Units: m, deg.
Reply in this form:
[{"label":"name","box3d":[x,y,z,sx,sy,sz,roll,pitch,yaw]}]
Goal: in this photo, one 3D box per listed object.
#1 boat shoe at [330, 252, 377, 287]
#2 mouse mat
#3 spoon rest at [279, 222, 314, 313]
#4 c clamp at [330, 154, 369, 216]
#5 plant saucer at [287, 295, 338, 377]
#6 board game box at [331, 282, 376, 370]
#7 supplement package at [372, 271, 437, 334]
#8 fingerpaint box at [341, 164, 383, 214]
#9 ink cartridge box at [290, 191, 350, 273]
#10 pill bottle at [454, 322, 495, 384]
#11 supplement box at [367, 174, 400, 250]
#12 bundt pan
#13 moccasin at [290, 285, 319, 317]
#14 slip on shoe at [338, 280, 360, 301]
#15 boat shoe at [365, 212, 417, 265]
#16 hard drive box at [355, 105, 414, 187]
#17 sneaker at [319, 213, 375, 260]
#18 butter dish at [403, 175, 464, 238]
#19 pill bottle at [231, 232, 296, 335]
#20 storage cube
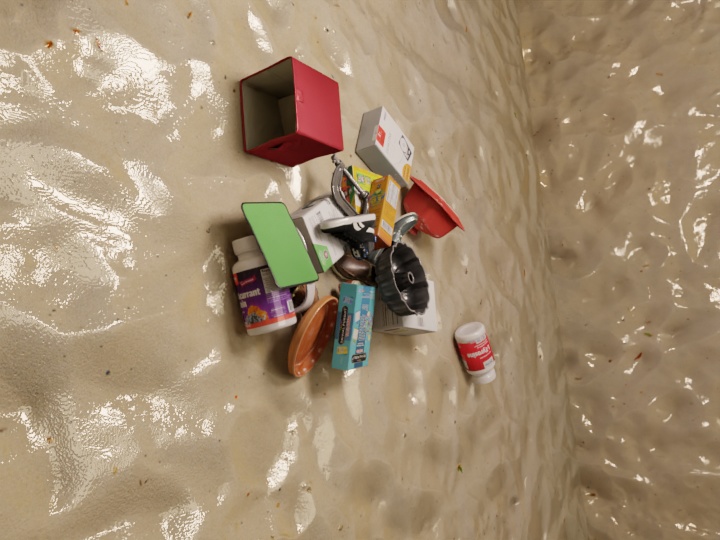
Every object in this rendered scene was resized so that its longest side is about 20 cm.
[{"label":"boat shoe","box3d":[0.000,-0.006,1.636,0.201,0.074,0.076,25,62,-47]},{"label":"mouse mat","box3d":[-0.170,-0.059,1.289,0.160,0.007,0.203,-11,72,-61]},{"label":"spoon rest","box3d":[-0.142,-0.010,1.340,0.099,0.060,0.204,-3,79,-60]},{"label":"c clamp","box3d":[-0.024,-0.218,1.561,0.201,0.027,0.173,51,39,-40]},{"label":"plant saucer","box3d":[-0.112,0.149,1.392,0.202,0.032,0.202,-57,162,-28]},{"label":"board game box","box3d":[-0.015,0.136,1.481,0.151,0.046,0.205,13,84,-70]},{"label":"supplement package","box3d":[0.129,0.104,1.769,0.198,0.109,0.159,15,69,-52]},{"label":"fingerpaint box","box3d":[0.014,-0.190,1.709,0.198,0.072,0.171,6,76,-55]},{"label":"ink cartridge box","box3d":[-0.098,-0.097,1.508,0.200,0.083,0.148,-44,117,-52]},{"label":"pill bottle","box3d":[0.415,0.297,2.142,0.112,0.111,0.203,-41,115,-52]},{"label":"supplement box","box3d":[0.056,-0.159,1.641,0.069,0.066,0.203,40,50,-39]},{"label":"bundt pan","box3d":[0.105,0.031,1.591,0.201,0.075,0.205,37,42,-43]},{"label":"moccasin","box3d":[-0.152,0.026,1.411,0.077,0.073,0.205,-26,107,-41]},{"label":"slip on shoe","box3d":[-0.037,0.127,1.570,0.074,0.060,0.205,-3,97,-70]},{"label":"boat shoe","box3d":[0.092,-0.085,1.706,0.062,0.199,0.073,50,-5,27]},{"label":"hard drive box","box3d":[0.079,-0.373,1.852,0.200,0.076,0.159,41,49,-43]},{"label":"sneaker","box3d":[-0.020,-0.078,1.481,0.198,0.072,0.114,-15,102,-52]},{"label":"butter dish","box3d":[0.211,-0.179,1.951,0.199,0.148,0.200,38,8,-46]},{"label":"pill bottle","box3d":[-0.211,0.028,1.283,0.111,0.110,0.204,-14,90,-56]},{"label":"storage cube","box3d":[-0.159,-0.366,1.413,0.178,0.168,0.205,8,75,-55]}]
